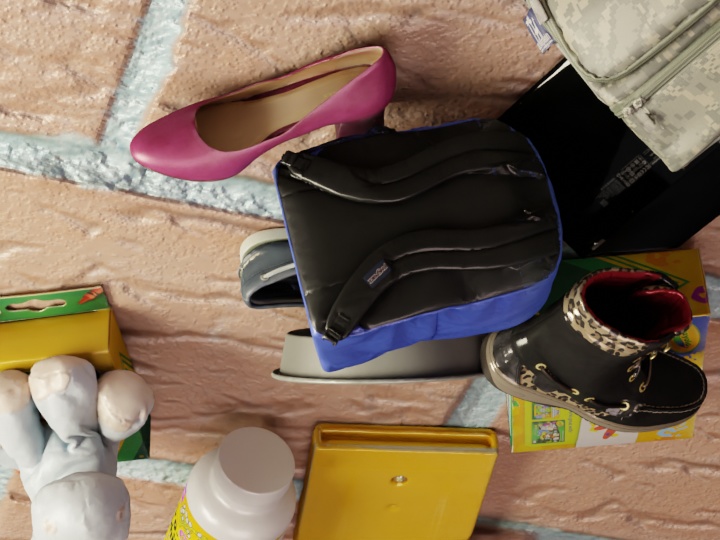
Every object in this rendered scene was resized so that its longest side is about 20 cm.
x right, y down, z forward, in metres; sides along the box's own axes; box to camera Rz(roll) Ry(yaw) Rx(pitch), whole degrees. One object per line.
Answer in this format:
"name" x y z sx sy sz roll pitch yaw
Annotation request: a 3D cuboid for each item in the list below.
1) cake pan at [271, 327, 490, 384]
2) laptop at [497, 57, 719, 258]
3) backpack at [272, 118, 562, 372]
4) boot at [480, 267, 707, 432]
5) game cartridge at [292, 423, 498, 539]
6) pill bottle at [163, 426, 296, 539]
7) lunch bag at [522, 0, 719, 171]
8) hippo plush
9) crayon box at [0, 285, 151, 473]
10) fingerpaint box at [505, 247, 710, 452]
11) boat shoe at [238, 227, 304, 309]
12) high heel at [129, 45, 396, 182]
"cake pan" 0.025 0.066 1.648 0.198 0.037 0.200 -2 -178 0
"laptop" 0.227 -0.106 1.556 0.200 0.116 0.187 42 128 -7
"backpack" 0.048 -0.024 1.502 0.198 0.164 0.168 -15 166 -1
"boot" 0.211 0.061 1.560 0.198 0.074 0.151 16 151 -19
"game cartridge" 0.030 0.215 1.923 0.175 0.033 0.201 3 143 -8
"pill bottle" -0.121 0.231 1.869 0.103 0.105 0.201 8 139 -14
"lunch bag" 0.227 -0.191 1.352 0.168 0.139 0.200 47 126 -5
"hippo plush" -0.259 0.185 1.673 0.158 0.162 0.201 7 140 -14
"crayon box" -0.263 0.097 1.735 0.126 0.051 0.201 -7 140 5
"fingerpaint box" 0.207 0.070 1.717 0.165 0.074 0.201 -5 145 2
"boat shoe" 0.000 0.000 1.626 0.198 0.062 0.075 0 139 -5
"high heel" -0.072 -0.124 1.463 0.198 0.068 0.096 -14 153 -11
